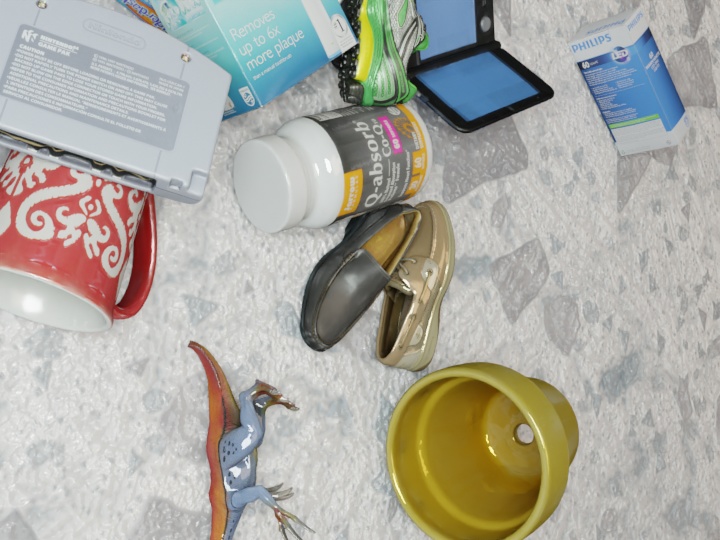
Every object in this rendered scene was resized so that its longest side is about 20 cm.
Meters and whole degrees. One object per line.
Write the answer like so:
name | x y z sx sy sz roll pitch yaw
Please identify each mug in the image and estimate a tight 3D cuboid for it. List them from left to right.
mug | -0.243 -0.059 0.762 0.132 0.178 0.202 14 69 0

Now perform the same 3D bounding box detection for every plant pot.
plant pot | 0.160 0.201 1.021 0.188 0.199 0.204 -2 87 -56

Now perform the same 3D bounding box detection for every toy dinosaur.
toy dinosaur | -0.125 0.202 0.870 0.199 0.105 0.183 30 77 6

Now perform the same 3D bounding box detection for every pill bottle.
pill bottle | -0.027 -0.109 0.930 0.199 0.116 0.118 -22 100 -39

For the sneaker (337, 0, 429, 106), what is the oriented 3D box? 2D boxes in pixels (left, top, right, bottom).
sneaker | 0.030 -0.270 0.929 0.084 0.078 0.203 7 93 -18

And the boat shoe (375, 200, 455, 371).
boat shoe | 0.060 0.013 1.021 0.064 0.071 0.203 15 77 -39

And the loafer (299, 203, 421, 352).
loafer | 0.000 0.000 0.970 0.073 0.072 0.201 43 61 -30

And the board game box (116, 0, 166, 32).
board game box | -0.171 -0.306 0.873 0.199 0.045 0.153 36 65 -33

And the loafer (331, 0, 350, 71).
loafer | 0.022 -0.317 0.984 0.201 0.072 0.063 -57 164 -1

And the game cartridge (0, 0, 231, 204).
game cartridge | -0.206 -0.142 0.696 0.198 0.040 0.135 18 68 -18

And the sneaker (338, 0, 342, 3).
sneaker | -0.035 -0.382 0.959 0.073 0.082 0.202 11 103 -6

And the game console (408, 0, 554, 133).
game console | 0.137 -0.279 1.077 0.199 0.118 0.173 -27 121 -39

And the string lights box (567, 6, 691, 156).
string lights box | 0.401 -0.276 1.315 0.059 0.102 0.201 -45 114 -32

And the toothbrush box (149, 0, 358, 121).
toothbrush box | -0.114 -0.266 0.834 0.146 0.085 0.201 -40 111 -35
